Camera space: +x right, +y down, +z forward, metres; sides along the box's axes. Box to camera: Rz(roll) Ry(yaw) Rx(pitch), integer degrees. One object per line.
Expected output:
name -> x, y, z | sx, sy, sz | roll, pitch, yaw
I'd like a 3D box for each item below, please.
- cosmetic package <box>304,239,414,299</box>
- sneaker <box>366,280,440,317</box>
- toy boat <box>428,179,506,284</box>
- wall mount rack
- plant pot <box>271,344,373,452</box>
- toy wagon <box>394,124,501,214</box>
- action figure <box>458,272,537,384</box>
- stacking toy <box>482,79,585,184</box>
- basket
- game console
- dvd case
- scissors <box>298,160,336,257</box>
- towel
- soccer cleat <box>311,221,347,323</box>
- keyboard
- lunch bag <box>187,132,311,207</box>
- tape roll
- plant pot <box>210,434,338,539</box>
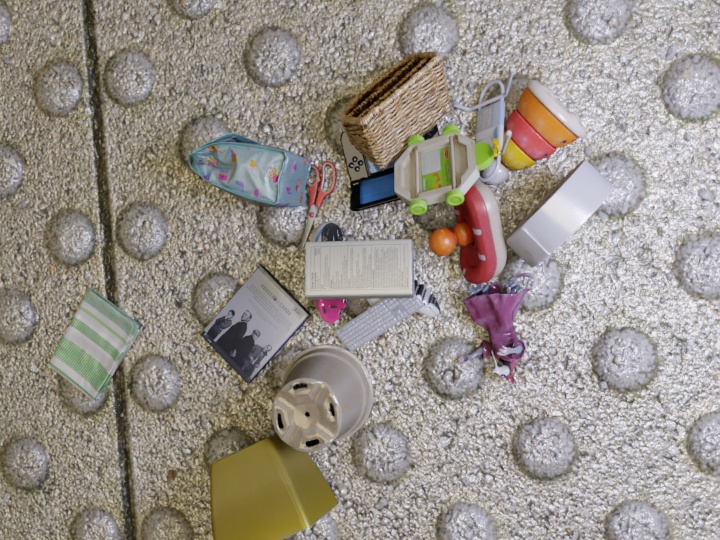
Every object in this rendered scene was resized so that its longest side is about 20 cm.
cosmetic package -> 0.000, 0.000, 1.106 | 0.197, 0.073, 0.105 | 0, 82, 9
sneaker -> 0.065, 0.047, 1.192 | 0.198, 0.075, 0.082 | 27, 109, 10
toy boat -> 0.189, -0.065, 1.108 | 0.129, 0.131, 0.202 | -20, 118, -3
wall mount rack -> 0.236, -0.274, 1.097 | 0.074, 0.173, 0.203 | 11, 79, -32
plant pot -> -0.083, 0.258, 1.157 | 0.197, 0.183, 0.204 | 0, 92, 8
toy wagon -> 0.154, -0.183, 1.055 | 0.197, 0.040, 0.157 | -12, 60, 23
action figure -> 0.272, 0.120, 1.158 | 0.148, 0.133, 0.203 | -24, 103, -33
stacking toy -> 0.309, -0.241, 1.131 | 0.146, 0.146, 0.200 | 45, 117, 5
basket -> 0.054, -0.322, 1.113 | 0.199, 0.149, 0.143 | -41, 59, -4
game console -> 0.063, -0.219, 1.156 | 0.197, 0.116, 0.179 | -14, 90, 9
dvd case -> -0.222, 0.114, 1.256 | 0.150, 0.025, 0.200 | 44, 97, 6
scissors -> -0.091, -0.126, 1.234 | 0.072, 0.014, 0.203 | 5, 91, 8
towel -> -0.589, 0.165, 1.316 | 0.152, 0.023, 0.201 | 33, 96, 8
soccer cleat -> -0.068, 0.004, 1.205 | 0.069, 0.086, 0.203 | 3, 85, -34
keyboard -> 0.034, 0.097, 1.182 | 0.199, 0.011, 0.057 | -36, 96, 30
lunch bag -> -0.216, -0.196, 1.172 | 0.197, 0.170, 0.124 | 14, 97, 13
tape roll -> 0.352, -0.100, 1.070 | 0.071, 0.202, 0.203 | 44, 97, 5
plant pot -> -0.186, 0.433, 1.181 | 0.198, 0.200, 0.178 | -26, 77, 9
